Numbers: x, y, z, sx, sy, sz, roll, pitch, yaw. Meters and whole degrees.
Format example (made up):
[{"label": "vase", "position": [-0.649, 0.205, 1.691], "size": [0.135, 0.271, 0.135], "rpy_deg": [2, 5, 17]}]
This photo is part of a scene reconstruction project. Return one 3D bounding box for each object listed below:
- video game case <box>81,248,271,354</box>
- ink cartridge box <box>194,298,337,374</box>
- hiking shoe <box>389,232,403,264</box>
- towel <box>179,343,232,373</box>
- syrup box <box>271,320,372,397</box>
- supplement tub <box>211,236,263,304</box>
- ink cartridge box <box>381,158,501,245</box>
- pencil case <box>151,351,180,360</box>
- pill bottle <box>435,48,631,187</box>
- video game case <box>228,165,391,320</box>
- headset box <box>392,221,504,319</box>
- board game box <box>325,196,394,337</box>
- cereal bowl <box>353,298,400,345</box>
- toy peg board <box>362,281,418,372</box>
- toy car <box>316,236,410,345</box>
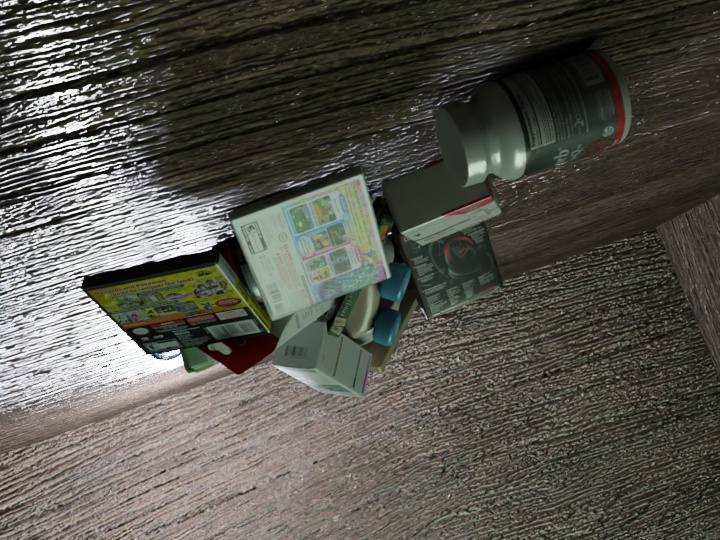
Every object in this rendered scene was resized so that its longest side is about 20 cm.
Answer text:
[{"label": "video game case", "position": [-0.247, 0.048, 1.356], "size": [0.200, 0.026, 0.181], "rpy_deg": [-11, 143, 16]}, {"label": "ink cartridge box", "position": [-0.158, 0.051, 1.460], "size": [0.162, 0.050, 0.200], "rpy_deg": [27, -132, 37]}, {"label": "hiking shoe", "position": [0.084, -0.047, 1.839], "size": [0.087, 0.074, 0.200], "rpy_deg": [-26, -179, -31]}, {"label": "towel", "position": [-0.212, 0.065, 1.544], "size": [0.200, 0.153, 0.023], "rpy_deg": [-17, 169, -40]}, {"label": "syrup box", "position": [-0.058, 0.145, 1.607], "size": [0.079, 0.081, 0.200], "rpy_deg": [4, 161, 25]}, {"label": "supplement tub", "position": [-0.142, -0.007, 1.414], "size": [0.200, 0.107, 0.107], "rpy_deg": [-20, 172, -4]}, {"label": "ink cartridge box", "position": [0.129, -0.108, 1.498], "size": [0.146, 0.083, 0.200], "rpy_deg": [-22, 172, 11]}, {"label": "pencil case", "position": [-0.345, 0.116, 1.812], "size": [0.087, 0.078, 0.200], "rpy_deg": [12, 163, -14]}, {"label": "pill bottle", "position": [0.194, -0.170, 1.126], "size": [0.200, 0.116, 0.116], "rpy_deg": [-19, 172, -9]}, {"label": "video game case", "position": [-0.063, -0.032, 1.332], "size": [0.182, 0.024, 0.200], "rpy_deg": [-20, 134, -4]}, {"label": "headset box", "position": [0.145, -0.038, 1.697], "size": [0.149, 0.200, 0.075], "rpy_deg": [-23, -152, -2]}, {"label": "board game box", "position": [-0.004, -0.006, 1.487], "size": [0.105, 0.023, 0.200], "rpy_deg": [-94, -152, -69]}, {"label": "cereal bowl", "position": [-0.021, 0.055, 1.749], "size": [0.200, 0.200, 0.083], "rpy_deg": [-21, 143, 1]}, {"label": "toy peg board", "position": [0.006, 0.099, 1.829], "size": [0.199, 0.200, 0.098], "rpy_deg": [13, 150, 30]}, {"label": "toy car", "position": [0.000, 0.000, 1.661], "size": [0.184, 0.177, 0.200], "rpy_deg": [16, -146, 10]}]
